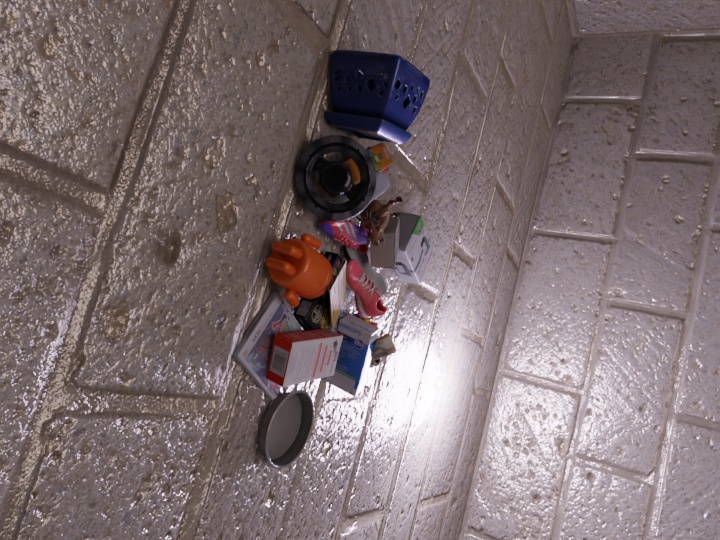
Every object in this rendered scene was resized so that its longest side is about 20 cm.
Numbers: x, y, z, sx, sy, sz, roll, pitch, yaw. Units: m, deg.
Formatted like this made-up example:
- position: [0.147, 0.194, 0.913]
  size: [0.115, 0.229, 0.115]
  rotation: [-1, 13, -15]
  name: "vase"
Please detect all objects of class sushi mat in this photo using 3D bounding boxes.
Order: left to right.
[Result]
- position: [-0.057, 0.062, 1.406]
  size: [0.201, 0.012, 0.096]
  rotation: [92, 23, -56]
  name: "sushi mat"

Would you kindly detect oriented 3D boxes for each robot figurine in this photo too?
- position: [-0.139, 0.000, 1.302]
  size: [0.200, 0.116, 0.145]
  rotation: [36, 34, -58]
  name: "robot figurine"

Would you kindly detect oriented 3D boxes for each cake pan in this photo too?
- position: [-0.189, 0.400, 1.419]
  size: [0.200, 0.036, 0.203]
  rotation: [-28, 123, -54]
  name: "cake pan"

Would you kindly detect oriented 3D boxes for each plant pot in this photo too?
- position: [0.036, -0.427, 1.395]
  size: [0.199, 0.198, 0.182]
  rotation: [1, 105, -60]
  name: "plant pot"

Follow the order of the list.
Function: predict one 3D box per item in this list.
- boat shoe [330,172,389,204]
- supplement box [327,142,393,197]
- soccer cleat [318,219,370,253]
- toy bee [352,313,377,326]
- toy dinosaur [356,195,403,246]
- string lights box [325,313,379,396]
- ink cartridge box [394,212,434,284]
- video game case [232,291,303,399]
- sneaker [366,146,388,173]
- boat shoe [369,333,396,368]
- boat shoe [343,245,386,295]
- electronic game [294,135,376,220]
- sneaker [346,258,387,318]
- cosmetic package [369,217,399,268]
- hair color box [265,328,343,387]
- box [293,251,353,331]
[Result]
- position: [-0.007, -0.186, 1.436]
  size: [0.199, 0.057, 0.069]
  rotation: [-35, 100, -24]
  name: "boat shoe"
- position: [-0.009, -0.262, 1.433]
  size: [0.199, 0.069, 0.067]
  rotation: [-36, 101, -36]
  name: "supplement box"
- position: [-0.037, -0.093, 1.478]
  size: [0.199, 0.066, 0.077]
  rotation: [8, 78, -56]
  name: "soccer cleat"
- position: [0.006, 0.173, 1.615]
  size: [0.200, 0.108, 0.132]
  rotation: [18, 85, -60]
  name: "toy bee"
- position: [0.030, -0.161, 1.513]
  size: [0.135, 0.200, 0.086]
  rotation: [-24, 129, -18]
  name: "toy dinosaur"
- position: [-0.024, 0.235, 1.541]
  size: [0.059, 0.102, 0.202]
  rotation: [-27, 136, -58]
  name: "string lights box"
- position: [0.164, -0.070, 1.833]
  size: [0.147, 0.083, 0.200]
  rotation: [-64, 147, -24]
  name: "ink cartridge box"
- position: [-0.208, 0.182, 1.332]
  size: [0.183, 0.023, 0.201]
  rotation: [-60, 145, -30]
  name: "video game case"
- position: [-0.004, -0.258, 1.518]
  size: [0.094, 0.070, 0.200]
  rotation: [51, 60, -23]
  name: "sneaker"
- position: [0.027, 0.253, 1.610]
  size: [0.072, 0.200, 0.065]
  rotation: [-22, 76, -51]
  name: "boat shoe"
- position: [0.000, 0.000, 1.591]
  size: [0.201, 0.060, 0.076]
  rotation: [58, 44, -23]
  name: "boat shoe"
- position: [-0.059, -0.221, 1.331]
  size: [0.042, 0.198, 0.202]
  rotation: [-149, -114, -76]
  name: "electronic game"
- position: [0.019, 0.048, 1.509]
  size: [0.074, 0.086, 0.201]
  rotation: [-56, 135, -38]
  name: "sneaker"
- position: [0.073, -0.085, 1.610]
  size: [0.200, 0.072, 0.105]
  rotation: [-64, 156, -71]
  name: "cosmetic package"
- position: [-0.134, 0.209, 1.363]
  size: [0.199, 0.064, 0.112]
  rotation: [3, 103, -55]
  name: "hair color box"
- position: [-0.089, 0.076, 1.478]
  size: [0.201, 0.049, 0.162]
  rotation: [-64, 151, -24]
  name: "box"
